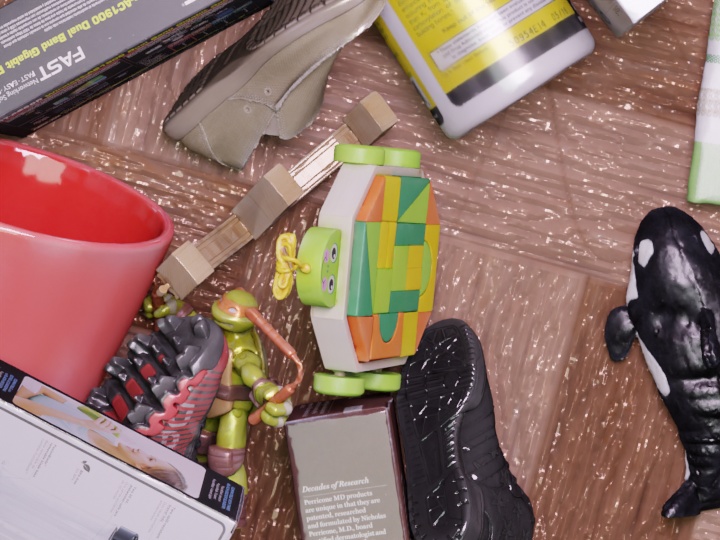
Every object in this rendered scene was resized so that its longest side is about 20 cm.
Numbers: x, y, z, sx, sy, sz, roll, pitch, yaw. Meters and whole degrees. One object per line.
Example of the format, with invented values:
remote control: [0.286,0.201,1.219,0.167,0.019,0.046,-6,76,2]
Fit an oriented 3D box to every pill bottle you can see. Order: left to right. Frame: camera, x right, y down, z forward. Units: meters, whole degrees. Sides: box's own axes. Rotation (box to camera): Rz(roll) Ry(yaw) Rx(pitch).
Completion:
pill bottle: [0.051,-0.195,1.554,0.114,0.114,0.200,-32,91,3]

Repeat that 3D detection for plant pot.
plant pot: [-0.236,0.026,1.546,0.200,0.200,0.178,20,105,1]

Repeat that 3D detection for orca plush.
orca plush: [0.210,0.061,1.580,0.105,0.071,0.201,6,93,2]

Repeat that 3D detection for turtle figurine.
turtle figurine: [-0.092,0.073,1.579,0.064,0.200,0.162,-6,116,-38]

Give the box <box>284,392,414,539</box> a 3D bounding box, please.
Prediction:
box: [0.001,0.185,1.580,0.075,0.100,0.201,-7,92,3]

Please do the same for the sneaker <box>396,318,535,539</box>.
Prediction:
sneaker: [0.072,0.140,1.593,0.060,0.104,0.201,-15,56,25]

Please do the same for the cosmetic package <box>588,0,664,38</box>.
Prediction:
cosmetic package: [0.136,-0.219,1.507,0.052,0.200,0.151,-39,90,4]

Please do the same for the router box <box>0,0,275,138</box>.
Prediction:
router box: [-0.158,-0.156,1.547,0.199,0.150,0.062,-28,90,3]

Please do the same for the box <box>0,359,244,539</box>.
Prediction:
box: [-0.182,0.140,1.455,0.199,0.060,0.117,27,105,-5]

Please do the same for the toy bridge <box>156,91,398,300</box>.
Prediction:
toy bridge: [-0.060,-0.042,1.563,0.200,0.067,0.027,-41,90,-31]

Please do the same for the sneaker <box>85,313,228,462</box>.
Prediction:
sneaker: [-0.131,0.117,1.525,0.098,0.071,0.201,26,106,-32]

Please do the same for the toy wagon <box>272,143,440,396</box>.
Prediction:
toy wagon: [0.000,0.000,1.523,0.039,0.200,0.156,6,93,20]

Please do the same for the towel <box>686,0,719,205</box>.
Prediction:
towel: [0.297,-0.132,1.586,0.149,0.031,0.201,10,92,8]

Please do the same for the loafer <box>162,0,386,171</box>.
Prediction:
loafer: [-0.044,-0.128,1.556,0.068,0.076,0.200,40,135,-17]
